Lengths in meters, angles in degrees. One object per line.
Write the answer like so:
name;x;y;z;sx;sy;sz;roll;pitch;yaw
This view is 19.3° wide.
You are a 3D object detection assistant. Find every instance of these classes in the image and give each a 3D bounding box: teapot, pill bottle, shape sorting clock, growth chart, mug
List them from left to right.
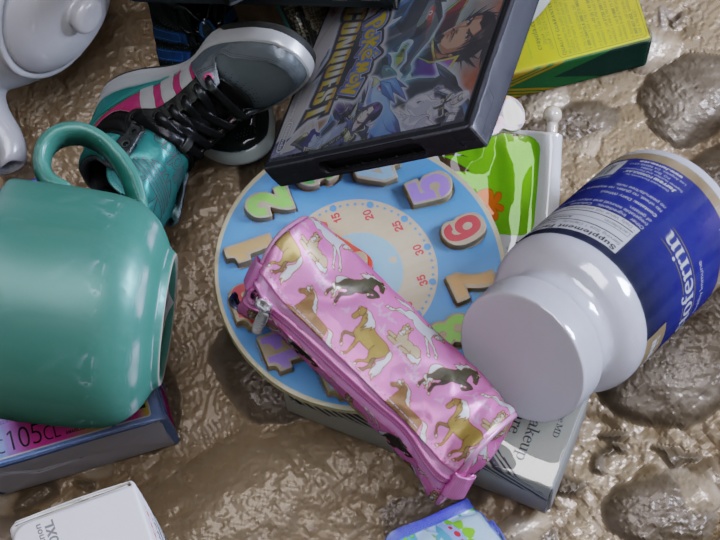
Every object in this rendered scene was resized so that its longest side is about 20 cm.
teapot;-0.240;-0.210;1.493;0.146;0.201;0.197;26;55;27
mug;-0.177;0.009;1.357;0.114;0.152;0.186;8;105;0
shape sorting clock;0.000;0.000;1.431;0.198;0.039;0.201;0;69;1
growth chart;0.049;-0.050;1.511;0.199;0.018;0.146;-5;88;1
pill bottle;0.159;0.010;1.410;0.116;0.116;0.200;39;47;14

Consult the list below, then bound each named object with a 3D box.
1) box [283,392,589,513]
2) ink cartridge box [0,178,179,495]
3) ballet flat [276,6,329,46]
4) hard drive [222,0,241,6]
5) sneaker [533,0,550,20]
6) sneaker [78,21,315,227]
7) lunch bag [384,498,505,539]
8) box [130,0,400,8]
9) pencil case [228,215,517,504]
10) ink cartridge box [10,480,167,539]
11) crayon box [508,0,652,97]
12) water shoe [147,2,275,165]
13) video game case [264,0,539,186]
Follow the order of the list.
box;0.051;0.089;1.452;0.199;0.068;0.083;19;71;9
ink cartridge box;-0.219;0.039;1.478;0.136;0.076;0.201;-16;70;-3
ballet flat;-0.046;-0.252;1.553;0.075;0.068;0.201;-40;56;25
hard drive;-0.042;-0.269;1.433;0.199;0.033;0.140;-28;59;-19
sneaker;0.093;-0.174;1.468;0.200;0.088;0.075;-48;115;-6
sneaker;-0.122;-0.093;1.449;0.199;0.084;0.121;-18;44;40
lunch bag;0.047;0.265;1.371;0.199;0.128;0.170;-32;70;-22
box;-0.057;-0.258;1.492;0.199;0.046;0.160;3;53;14
pencil case;0.010;0.057;1.354;0.200;0.083;0.087;43;75;5
ink cartridge box;-0.147;0.233;1.342;0.084;0.200;0.146;-20;72;-5
crayon box;0.100;-0.192;1.555;0.199;0.051;0.128;-13;72;-3
water shoe;-0.121;-0.171;1.541;0.071;0.079;0.201;-22;72;-5
video game case;0.037;-0.154;1.428;0.180;0.026;0.201;-9;49;40
